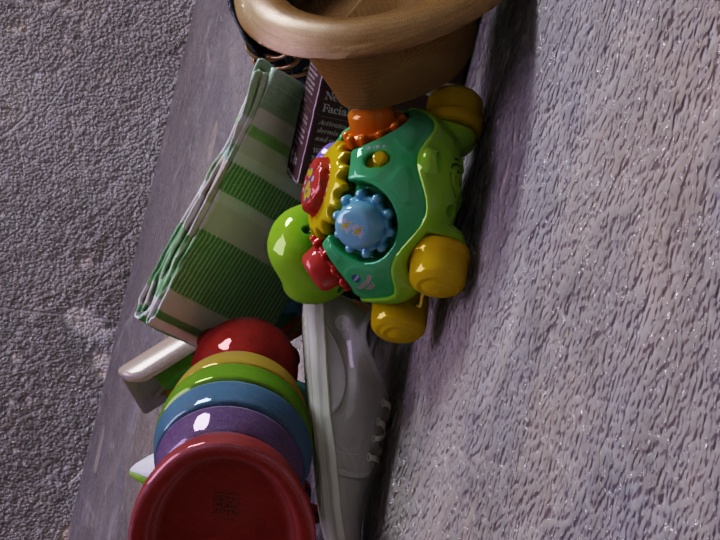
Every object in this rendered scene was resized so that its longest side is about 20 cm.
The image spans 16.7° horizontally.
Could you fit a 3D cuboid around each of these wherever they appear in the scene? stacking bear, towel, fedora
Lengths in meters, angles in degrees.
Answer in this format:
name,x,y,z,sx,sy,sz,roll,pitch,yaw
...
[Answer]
name,x,y,z,sx,sy,sz,roll,pitch,yaw
stacking bear,-0.083,0.105,1.642,0.200,0.121,0.114,-86,2,-60
towel,-0.075,-0.036,1.743,0.152,0.023,0.201,31,-96,-57
fedora,0.018,-0.161,1.557,0.201,0.199,0.082,-95,-5,-58

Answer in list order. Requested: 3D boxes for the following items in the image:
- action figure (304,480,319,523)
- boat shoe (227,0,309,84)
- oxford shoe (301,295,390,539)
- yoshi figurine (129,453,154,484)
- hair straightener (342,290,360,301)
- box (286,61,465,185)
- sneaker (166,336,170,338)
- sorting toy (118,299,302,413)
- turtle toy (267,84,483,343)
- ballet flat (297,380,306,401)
name,x,y,z,sx,sy,sz,roll,pitch,yaw
action figure,-0.050,0.193,1.757,0.201,0.051,0.066,90,-173,-47
boat shoe,-0.061,-0.170,1.877,0.091,0.070,0.202,-34,-59,-62
oxford shoe,-0.007,0.111,1.672,0.075,0.057,0.201,128,139,-81
yoshi figurine,-0.103,0.193,1.794,0.112,0.112,0.201,46,131,34
hair straightener,0.000,0.000,1.835,0.077,0.041,0.201,-73,-6,-68
box,0.021,-0.150,1.684,0.075,0.100,0.201,-126,47,-76
sneaker,-0.082,-0.006,1.930,0.060,0.199,0.104,56,164,4
sorting toy,-0.096,0.052,1.901,0.037,0.185,0.200,57,174,7
turtle toy,0.006,-0.034,1.594,0.200,0.101,0.147,129,151,-58
ballet flat,-0.052,0.107,1.861,0.200,0.070,0.068,-164,75,-71
